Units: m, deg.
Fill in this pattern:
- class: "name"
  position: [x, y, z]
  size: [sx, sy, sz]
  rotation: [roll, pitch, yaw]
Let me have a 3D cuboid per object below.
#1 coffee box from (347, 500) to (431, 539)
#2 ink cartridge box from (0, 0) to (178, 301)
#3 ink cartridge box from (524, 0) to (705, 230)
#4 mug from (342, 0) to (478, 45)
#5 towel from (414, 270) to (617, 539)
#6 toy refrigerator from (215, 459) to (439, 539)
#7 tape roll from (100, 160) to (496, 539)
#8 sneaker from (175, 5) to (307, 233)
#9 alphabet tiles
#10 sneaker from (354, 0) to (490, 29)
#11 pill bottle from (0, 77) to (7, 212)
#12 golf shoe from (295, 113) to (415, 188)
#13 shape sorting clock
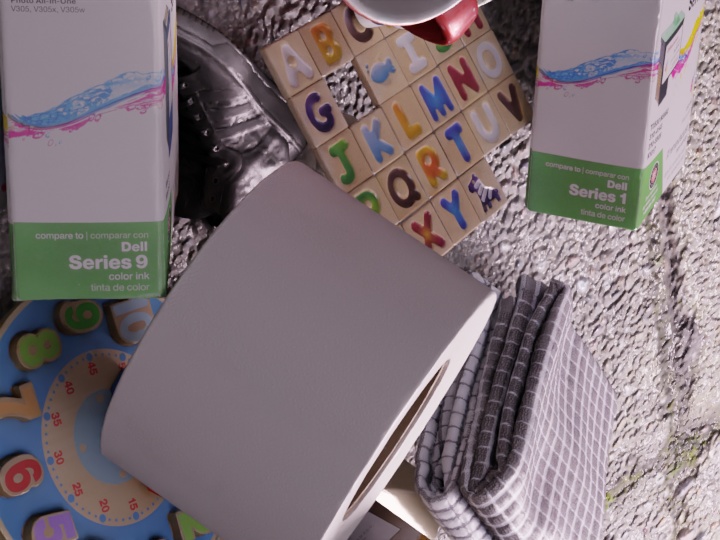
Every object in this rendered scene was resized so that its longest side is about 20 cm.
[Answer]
- class: "coffee box"
  position: [0.016, 0.213, 1.137]
  size: [0.080, 0.200, 0.115]
  rotation: [-40, 132, -19]
- class: "ink cartridge box"
  position: [-0.142, -0.104, 0.965]
  size: [0.087, 0.145, 0.201]
  rotation: [-1, 114, -3]
- class: "ink cartridge box"
  position: [0.178, -0.150, 1.242]
  size: [0.145, 0.083, 0.201]
  rotation: [-44, 142, -58]
- class: "mug"
  position: [-0.027, -0.206, 0.995]
  size: [0.133, 0.200, 0.178]
  rotation: [-24, 126, -30]
- class: "towel"
  position: [0.122, 0.119, 1.312]
  size: [0.166, 0.085, 0.201]
  rotation: [51, 45, -43]
- class: "toy refrigerator"
  position: [-0.039, 0.163, 1.259]
  size: [0.199, 0.076, 0.070]
  rotation: [11, 104, -44]
- class: "tape roll"
  position: [-0.034, 0.059, 1.027]
  size: [0.203, 0.139, 0.203]
  rotation: [-55, 172, -11]
- class: "sneaker"
  position: [-0.092, -0.076, 1.103]
  size: [0.200, 0.060, 0.105]
  rotation: [37, 81, -48]
- class: "alphabet tiles"
  position: [0.037, -0.102, 1.155]
  size: [0.200, 0.008, 0.168]
  rotation: [-38, 103, -43]
- class: "sneaker"
  position: [0.079, -0.207, 1.152]
  size: [0.200, 0.080, 0.077]
  rotation: [-45, 127, -36]
- class: "pill bottle"
  position: [-0.236, -0.123, 0.922]
  size: [0.108, 0.109, 0.201]
  rotation: [-16, 121, -34]
- class: "golf shoe"
  position: [0.000, 0.000, 1.200]
  size: [0.075, 0.091, 0.201]
  rotation: [-27, 128, -30]
- class: "shape sorting clock"
  position: [-0.149, 0.100, 1.094]
  size: [0.199, 0.039, 0.201]
  rotation: [21, 63, -47]
